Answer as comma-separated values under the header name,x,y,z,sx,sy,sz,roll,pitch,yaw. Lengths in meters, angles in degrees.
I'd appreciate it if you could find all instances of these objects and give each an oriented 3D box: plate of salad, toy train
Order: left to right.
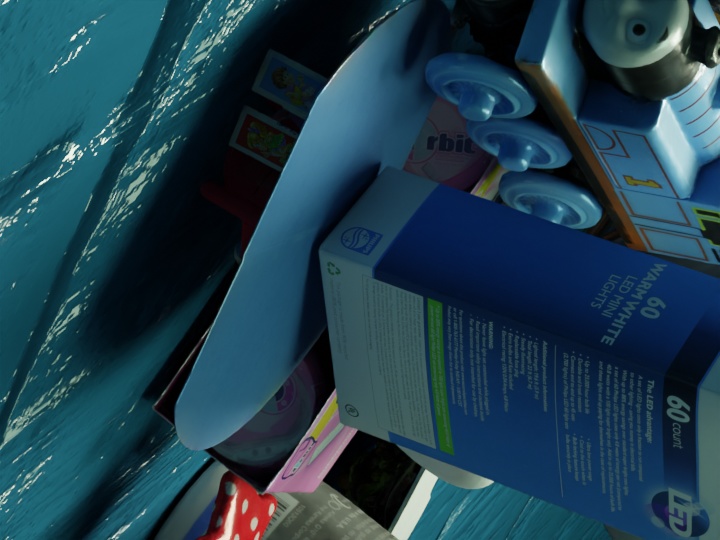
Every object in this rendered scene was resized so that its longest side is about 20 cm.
name,x,y,z,sx,sy,sz,roll,pitch,yaw
plate of salad,0.016,0.114,1.676,0.201,0.048,0.200,-62,-175,10
toy train,0.103,-0.072,1.130,0.200,0.113,0.087,52,52,-60

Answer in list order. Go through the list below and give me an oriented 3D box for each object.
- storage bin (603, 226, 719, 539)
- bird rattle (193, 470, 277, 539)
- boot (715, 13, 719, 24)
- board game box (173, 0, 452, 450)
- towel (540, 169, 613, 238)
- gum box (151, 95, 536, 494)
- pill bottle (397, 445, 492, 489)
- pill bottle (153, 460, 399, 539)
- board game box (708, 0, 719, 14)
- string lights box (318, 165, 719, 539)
name,x,y,z,sx,sy,sz,roll,pitch,yaw
storage bin,0.167,0.027,1.263,0.199,0.146,0.135,-23,-156,19
bird rattle,-0.113,0.175,1.285,0.200,0.113,0.163,-52,-171,-13
boot,0.165,-0.086,1.341,0.201,0.071,0.145,-15,-139,56
board game box,-0.031,-0.027,1.112,0.201,0.039,0.158,-64,166,17
towel,0.093,-0.061,1.328,0.147,0.022,0.200,-56,-160,11
gum box,0.000,0.000,1.255,0.201,0.066,0.113,-55,170,1
pill bottle,0.094,0.014,1.506,0.200,0.112,0.112,-42,165,-20
pill bottle,-0.008,0.184,1.416,0.114,0.200,0.114,-51,168,-15
board game box,0.180,-0.181,1.096,0.160,0.199,0.097,-53,153,-12
string lights box,0.085,0.041,1.115,0.059,0.199,0.103,-51,149,-36
